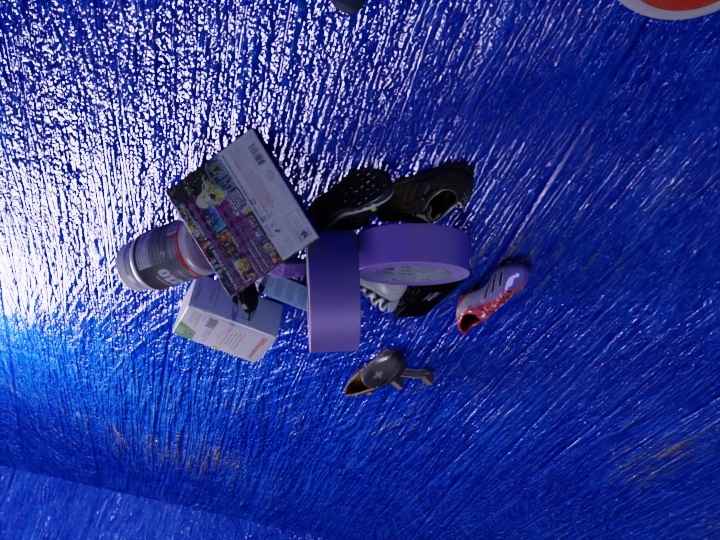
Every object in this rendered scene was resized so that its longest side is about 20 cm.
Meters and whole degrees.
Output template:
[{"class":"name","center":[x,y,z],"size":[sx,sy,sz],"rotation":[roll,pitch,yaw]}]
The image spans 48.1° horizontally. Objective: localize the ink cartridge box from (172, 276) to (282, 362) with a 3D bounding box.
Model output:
[{"class":"ink cartridge box","center":[-0.282,0.104,1.715],"size":[0.197,0.085,0.145],"rotation":[22,145,-16]}]

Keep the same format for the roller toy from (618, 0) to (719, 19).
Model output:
[{"class":"roller toy","center":[0.328,-0.359,0.812],"size":[0.178,0.142,0.201],"rotation":[0,145,14]}]

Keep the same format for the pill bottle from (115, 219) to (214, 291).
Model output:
[{"class":"pill bottle","center":[-0.359,-0.028,1.513],"size":[0.197,0.116,0.114],"rotation":[-16,139,34]}]

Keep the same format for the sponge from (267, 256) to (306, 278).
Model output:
[{"class":"sponge","center":[-0.155,-0.014,1.442],"size":[0.109,0.030,0.200],"rotation":[16,-177,13]}]

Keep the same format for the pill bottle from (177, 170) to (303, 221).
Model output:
[{"class":"pill bottle","center":[-0.204,-0.100,1.366],"size":[0.196,0.115,0.113],"rotation":[16,147,-9]}]

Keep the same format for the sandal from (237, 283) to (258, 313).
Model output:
[{"class":"sandal","center":[-0.235,-0.008,1.444],"size":[0.045,0.203,0.075],"rotation":[-28,160,8]}]

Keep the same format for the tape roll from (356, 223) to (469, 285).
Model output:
[{"class":"tape roll","center":[0.088,-0.024,1.377],"size":[0.195,0.067,0.200],"rotation":[1,168,0]}]

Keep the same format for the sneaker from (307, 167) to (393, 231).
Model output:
[{"class":"sneaker","center":[-0.006,-0.113,1.351],"size":[0.082,0.073,0.198],"rotation":[16,155,-41]}]

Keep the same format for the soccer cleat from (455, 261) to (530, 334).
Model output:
[{"class":"soccer cleat","center":[0.246,0.052,1.501],"size":[0.066,0.078,0.200],"rotation":[24,144,-21]}]

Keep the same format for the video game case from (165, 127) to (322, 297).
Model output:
[{"class":"video game case","center":[-0.185,-0.090,1.279],"size":[0.180,0.036,0.202],"rotation":[-33,90,12]}]

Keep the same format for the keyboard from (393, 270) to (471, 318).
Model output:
[{"class":"keyboard","center":[0.125,0.035,1.562],"size":[0.102,0.040,0.200],"rotation":[-1,152,-29]}]

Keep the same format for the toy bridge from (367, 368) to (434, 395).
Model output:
[{"class":"toy bridge","center":[0.079,0.253,1.889],"size":[0.197,0.028,0.067],"rotation":[-16,137,35]}]

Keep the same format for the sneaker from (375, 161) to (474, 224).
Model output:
[{"class":"sneaker","center":[0.095,-0.110,1.303],"size":[0.070,0.077,0.198],"rotation":[34,139,-32]}]

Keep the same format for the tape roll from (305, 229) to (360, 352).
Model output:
[{"class":"tape roll","center":[-0.048,0.034,1.353],"size":[0.083,0.203,0.201],"rotation":[-3,147,-6]}]

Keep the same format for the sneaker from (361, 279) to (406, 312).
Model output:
[{"class":"sneaker","center":[0.000,0.000,1.510],"size":[0.197,0.076,0.081],"rotation":[26,125,-19]}]

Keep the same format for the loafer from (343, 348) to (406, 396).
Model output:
[{"class":"loafer","center":[0.033,0.240,1.822],"size":[0.073,0.072,0.200],"rotation":[50,139,4]}]

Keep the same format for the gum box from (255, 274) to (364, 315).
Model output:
[{"class":"gum box","center":[-0.112,0.046,1.535],"size":[0.197,0.045,0.169],"rotation":[24,179,-22]}]

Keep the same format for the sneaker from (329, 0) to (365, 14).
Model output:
[{"class":"sneaker","center":[-0.025,-0.386,0.932],"size":[0.081,0.071,0.200],"rotation":[-5,145,27]}]
